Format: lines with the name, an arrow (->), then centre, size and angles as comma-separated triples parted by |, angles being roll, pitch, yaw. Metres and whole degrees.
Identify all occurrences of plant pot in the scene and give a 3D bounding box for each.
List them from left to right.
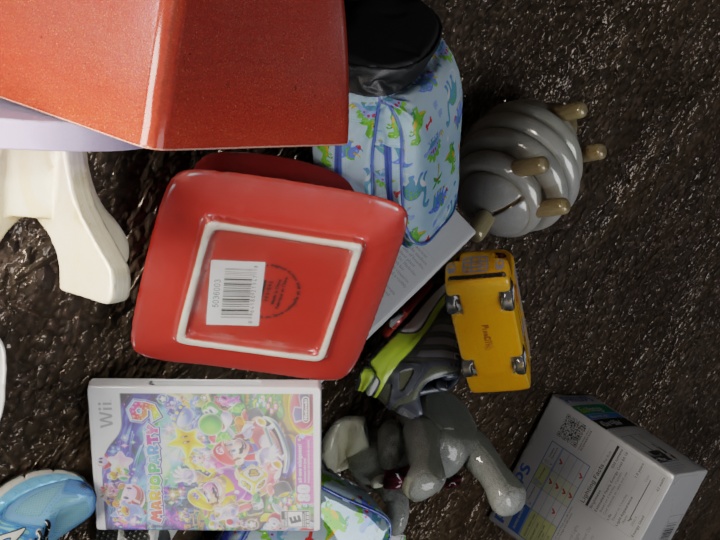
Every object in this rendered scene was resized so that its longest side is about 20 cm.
plant pot -> -0.126, -0.192, 1.076 | 0.199, 0.199, 0.178 | -7, 111, -51

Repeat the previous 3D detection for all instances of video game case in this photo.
video game case -> -0.133, 0.161, 1.379 | 0.018, 0.197, 0.145 | -90, -179, -65

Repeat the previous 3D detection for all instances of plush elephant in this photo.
plush elephant -> 0.048, 0.206, 1.713 | 0.164, 0.201, 0.155 | 9, 134, -43

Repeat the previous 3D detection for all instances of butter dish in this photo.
butter dish -> -0.082, -0.026, 1.326 | 0.197, 0.149, 0.201 | 8, 129, -15

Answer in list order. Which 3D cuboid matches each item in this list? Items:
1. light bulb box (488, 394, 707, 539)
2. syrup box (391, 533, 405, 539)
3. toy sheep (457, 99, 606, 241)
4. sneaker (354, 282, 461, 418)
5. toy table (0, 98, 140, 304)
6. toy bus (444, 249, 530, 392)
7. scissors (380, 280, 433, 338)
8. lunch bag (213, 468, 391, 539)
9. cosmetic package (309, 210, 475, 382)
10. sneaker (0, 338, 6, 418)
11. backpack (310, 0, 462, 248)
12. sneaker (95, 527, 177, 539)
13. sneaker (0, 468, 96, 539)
light bulb box -> 0.311, 0.296, 2.099 | 0.124, 0.199, 0.200 | 7, 113, -57
syrup box -> -0.044, 0.356, 1.777 | 0.201, 0.078, 0.081 | -59, 149, 4
toy sheep -> 0.157, -0.099, 1.574 | 0.200, 0.137, 0.139 | -47, 150, -39
sneaker -> 0.080, 0.080, 1.674 | 0.200, 0.081, 0.074 | -45, 172, -27
toy table -> -0.226, -0.053, 1.083 | 0.199, 0.183, 0.119 | -4, 105, -43
toy bus -> 0.127, 0.047, 1.569 | 0.201, 0.064, 0.079 | 73, 18, -50
scissors -> 0.033, 0.054, 1.586 | 0.073, 0.014, 0.200 | -48, 179, 18
lunch bag -> -0.074, 0.296, 1.627 | 0.160, 0.082, 0.201 | 26, 96, -21
cosmetic package -> 0.000, 0.000, 1.478 | 0.200, 0.102, 0.071 | -42, 176, -21
sneaker -> -0.321, 0.115, 1.141 | 0.072, 0.114, 0.202 | 7, 113, -57
backpack -> 0.020, -0.115, 1.375 | 0.163, 0.153, 0.201 | -52, 164, -54
sneaker -> -0.182, 0.180, 1.450 | 0.080, 0.073, 0.201 | -27, 145, -60
sneaker -> -0.293, 0.242, 1.317 | 0.199, 0.090, 0.079 | -33, 142, -34
